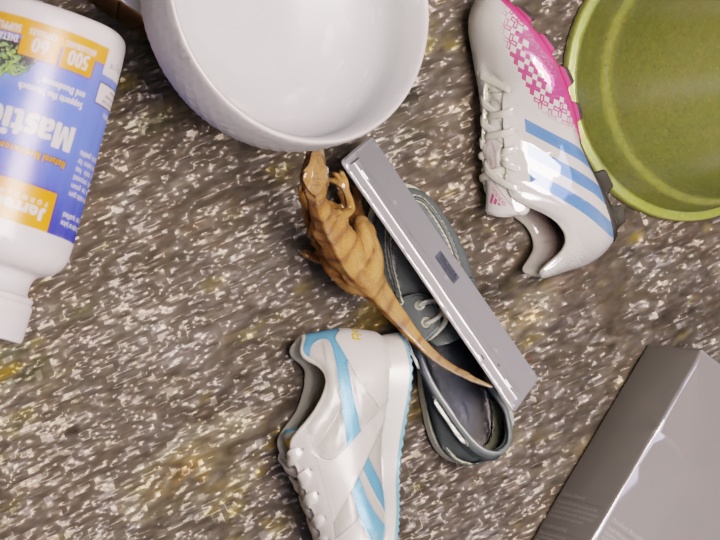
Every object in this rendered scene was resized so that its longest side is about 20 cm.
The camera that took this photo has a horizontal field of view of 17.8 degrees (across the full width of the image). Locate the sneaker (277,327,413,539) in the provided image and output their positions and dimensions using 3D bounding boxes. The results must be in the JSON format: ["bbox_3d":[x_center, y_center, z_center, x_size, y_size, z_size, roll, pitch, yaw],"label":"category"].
[{"bbox_3d":[-0.016,0.139,1.537,0.080,0.076,0.202,5,84,-14],"label":"sneaker"}]

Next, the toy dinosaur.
[{"bbox_3d":[0.000,0.000,1.512,0.060,0.106,0.200,-35,119,4],"label":"toy dinosaur"}]

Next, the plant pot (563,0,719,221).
[{"bbox_3d":[0.269,-0.134,1.582,0.199,0.184,0.202,-1,92,-23],"label":"plant pot"}]

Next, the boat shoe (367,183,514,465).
[{"bbox_3d":[0.060,0.037,1.566,0.072,0.062,0.202,-19,98,-19],"label":"boat shoe"}]

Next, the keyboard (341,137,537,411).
[{"bbox_3d":[0.054,0.001,1.527,0.011,0.056,0.201,-32,95,22],"label":"keyboard"}]

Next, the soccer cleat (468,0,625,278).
[{"bbox_3d":[0.111,-0.088,1.579,0.086,0.070,0.201,-31,103,-19],"label":"soccer cleat"}]

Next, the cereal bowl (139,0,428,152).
[{"bbox_3d":[-0.058,-0.169,1.439,0.199,0.083,0.202,7,79,-37],"label":"cereal bowl"}]

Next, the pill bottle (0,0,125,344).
[{"bbox_3d":[-0.221,-0.062,1.418,0.111,0.112,0.202,16,85,-22],"label":"pill bottle"}]

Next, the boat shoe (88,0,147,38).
[{"bbox_3d":[-0.158,-0.206,1.461,0.199,0.071,0.070,34,81,-19],"label":"boat shoe"}]

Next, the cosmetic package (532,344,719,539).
[{"bbox_3d":[0.209,0.162,1.622,0.107,0.090,0.201,38,75,-19],"label":"cosmetic package"}]
